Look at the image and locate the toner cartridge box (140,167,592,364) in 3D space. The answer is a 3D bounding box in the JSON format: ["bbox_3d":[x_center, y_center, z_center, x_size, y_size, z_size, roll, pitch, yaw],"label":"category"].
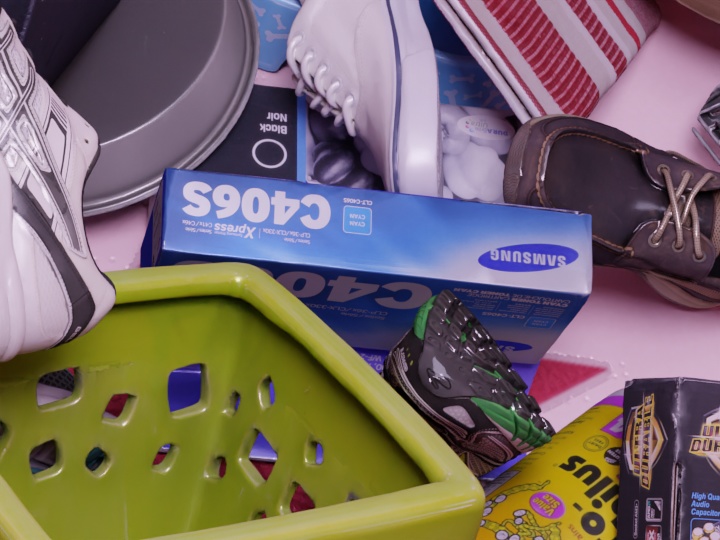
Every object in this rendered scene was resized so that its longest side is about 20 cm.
[{"bbox_3d":[0.000,0.000,1.069,0.198,0.095,0.043,6,67,-10],"label":"toner cartridge box"}]

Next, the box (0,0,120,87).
[{"bbox_3d":[-0.212,-0.168,1.036,0.199,0.118,0.197,24,34,1],"label":"box"}]

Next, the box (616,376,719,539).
[{"bbox_3d":[0.205,0.154,1.026,0.199,0.050,0.200,6,82,-28],"label":"box"}]

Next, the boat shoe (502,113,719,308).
[{"bbox_3d":[0.149,-0.032,1.127,0.199,0.073,0.075,16,78,-46],"label":"boat shoe"}]

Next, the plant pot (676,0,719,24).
[{"bbox_3d":[0.235,-0.217,1.272,0.199,0.093,0.201,13,37,-10],"label":"plant pot"}]

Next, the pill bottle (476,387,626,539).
[{"bbox_3d":[0.083,0.144,1.044,0.200,0.104,0.104,-34,71,-28],"label":"pill bottle"}]

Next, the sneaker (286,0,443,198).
[{"bbox_3d":[0.000,-0.096,1.129,0.070,0.073,0.201,-8,42,-2],"label":"sneaker"}]

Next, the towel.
[{"bbox_3d":[0.088,-0.153,1.203,0.144,0.023,0.200,52,33,-7],"label":"towel"}]

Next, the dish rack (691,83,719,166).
[{"bbox_3d":[0.274,-0.033,1.229,0.153,0.055,0.200,-23,65,-26],"label":"dish rack"}]

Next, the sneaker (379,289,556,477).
[{"bbox_3d":[0.032,0.071,1.015,0.085,0.200,0.078,-36,77,-8],"label":"sneaker"}]

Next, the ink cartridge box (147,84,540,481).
[{"bbox_3d":[-0.008,0.002,1.147,0.197,0.043,0.201,5,60,-10],"label":"ink cartridge box"}]

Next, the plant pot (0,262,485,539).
[{"bbox_3d":[-0.093,0.127,0.932,0.198,0.183,0.200,-6,30,-33],"label":"plant pot"}]

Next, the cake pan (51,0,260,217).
[{"bbox_3d":[-0.151,-0.117,1.159,0.199,0.037,0.201,-2,57,3],"label":"cake pan"}]

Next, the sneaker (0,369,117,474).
[{"bbox_3d":[-0.192,0.041,1.019,0.078,0.200,0.091,-41,55,10],"label":"sneaker"}]

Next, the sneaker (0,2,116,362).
[{"bbox_3d":[-0.151,-0.062,0.910,0.087,0.075,0.201,-4,80,-41],"label":"sneaker"}]

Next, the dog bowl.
[{"bbox_3d":[0.008,-0.150,1.238,0.199,0.050,0.112,20,57,-1],"label":"dog bowl"}]
